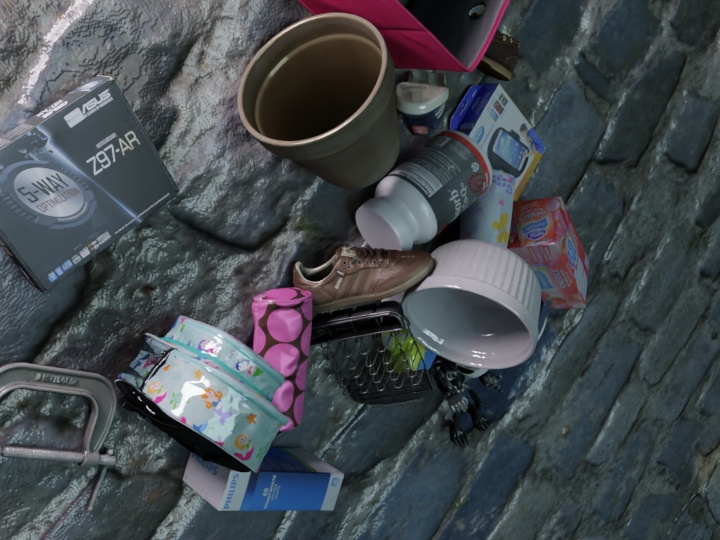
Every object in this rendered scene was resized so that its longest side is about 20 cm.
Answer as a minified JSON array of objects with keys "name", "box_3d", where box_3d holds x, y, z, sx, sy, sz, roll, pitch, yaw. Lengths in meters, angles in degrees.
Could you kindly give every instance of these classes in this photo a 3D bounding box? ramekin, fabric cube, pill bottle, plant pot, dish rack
[{"name":"ramekin","box_3d":[0.167,0.045,1.217,0.200,0.200,0.105,53,48,-37]},{"name":"fabric cube","box_3d":[0.061,-0.391,1.086,0.200,0.199,0.197,32,80,-41]},{"name":"pill bottle","box_3d":[0.094,-0.111,1.250,0.200,0.116,0.116,-41,125,-24]},{"name":"plant pot","box_3d":[-0.032,-0.197,1.088,0.200,0.200,0.174,-57,147,-13]},{"name":"dish rack","box_3d":[0.020,0.135,1.242,0.055,0.153,0.200,-73,146,-52]}]

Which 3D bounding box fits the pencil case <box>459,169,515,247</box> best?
[{"name":"pencil case","box_3d":[0.193,-0.062,1.339,0.083,0.091,0.200,21,75,-40]}]

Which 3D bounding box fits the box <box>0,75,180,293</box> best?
[{"name":"box","box_3d":[-0.324,-0.098,0.942,0.200,0.043,0.160,-41,126,-24]}]

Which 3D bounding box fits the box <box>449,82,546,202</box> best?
[{"name":"box","box_3d":[0.225,-0.215,1.385,0.200,0.041,0.119,40,76,-42]}]

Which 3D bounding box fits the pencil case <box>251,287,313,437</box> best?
[{"name":"pencil case","box_3d":[-0.118,0.123,1.159,0.093,0.091,0.201,1,100,-24]}]

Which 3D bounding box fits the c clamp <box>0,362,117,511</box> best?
[{"name":"c clamp","box_3d":[-0.370,0.197,0.999,0.200,0.027,0.171,25,86,-42]}]

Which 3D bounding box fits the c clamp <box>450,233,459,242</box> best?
[{"name":"c clamp","box_3d":[0.199,0.017,1.424,0.200,0.027,0.171,-11,97,-39]}]

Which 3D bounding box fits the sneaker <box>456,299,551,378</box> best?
[{"name":"sneaker","box_3d":[0.248,0.118,1.405,0.200,0.080,0.146,-58,137,-17]}]

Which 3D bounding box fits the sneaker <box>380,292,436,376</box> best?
[{"name":"sneaker","box_3d":[0.082,0.088,1.341,0.105,0.076,0.201,-7,107,-58]}]

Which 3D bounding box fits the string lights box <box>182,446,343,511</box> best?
[{"name":"string lights box","box_3d":[-0.134,0.289,1.178,0.200,0.103,0.059,14,94,-42]}]

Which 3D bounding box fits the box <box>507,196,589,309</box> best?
[{"name":"box","box_3d":[0.323,-0.025,1.449,0.200,0.094,0.103,51,43,-46]}]

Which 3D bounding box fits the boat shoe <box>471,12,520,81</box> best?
[{"name":"boat shoe","box_3d":[0.177,-0.356,1.283,0.200,0.070,0.070,14,100,-50]}]

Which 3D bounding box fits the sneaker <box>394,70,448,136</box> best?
[{"name":"sneaker","box_3d":[0.087,-0.225,1.190,0.200,0.075,0.085,-59,157,-64]}]

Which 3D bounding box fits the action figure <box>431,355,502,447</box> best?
[{"name":"action figure","box_3d":[0.180,0.196,1.424,0.119,0.102,0.200,-24,119,-21]}]

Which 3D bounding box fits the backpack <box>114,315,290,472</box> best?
[{"name":"backpack","box_3d":[-0.182,0.155,1.024,0.178,0.200,0.151,44,76,-33]}]

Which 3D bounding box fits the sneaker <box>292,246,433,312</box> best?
[{"name":"sneaker","box_3d":[0.000,0.000,1.171,0.200,0.070,0.076,-19,117,11]}]
